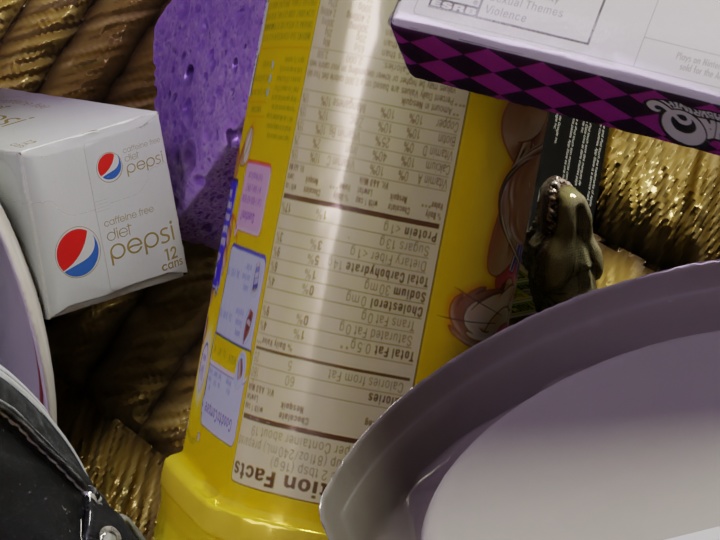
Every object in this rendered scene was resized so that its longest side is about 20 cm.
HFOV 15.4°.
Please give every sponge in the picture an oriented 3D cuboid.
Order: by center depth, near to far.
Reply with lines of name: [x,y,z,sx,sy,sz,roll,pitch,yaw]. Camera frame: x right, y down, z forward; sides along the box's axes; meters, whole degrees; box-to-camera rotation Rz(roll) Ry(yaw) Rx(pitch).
sponge: [-0.024,-0.111,0.997,0.200,0.030,0.112,-51,33,42]

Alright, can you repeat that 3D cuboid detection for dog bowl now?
dog bowl: [0.089,0.070,0.691,0.200,0.059,0.200,-16,26,8]

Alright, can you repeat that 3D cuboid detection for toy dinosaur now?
toy dinosaur: [0.069,0.070,0.820,0.088,0.047,0.201,-2,69,48]

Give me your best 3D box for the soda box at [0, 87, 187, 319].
soda box: [-0.151,-0.033,1.071,0.200,0.064,0.068,12,116,54]

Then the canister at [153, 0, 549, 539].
canister: [0.000,0.000,0.828,0.149,0.086,0.201,-160,81,-77]

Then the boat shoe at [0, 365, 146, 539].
boat shoe: [-0.092,0.106,0.851,0.068,0.200,0.072,8,41,42]

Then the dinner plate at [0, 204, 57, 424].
dinner plate: [-0.163,0.015,1.033,0.200,0.024,0.201,31,130,47]

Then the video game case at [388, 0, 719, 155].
video game case: [0.132,-0.112,0.728,0.200,0.036,0.182,15,68,19]

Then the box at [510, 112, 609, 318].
box: [0.042,-0.076,0.953,0.110,0.035,0.200,-12,57,42]
